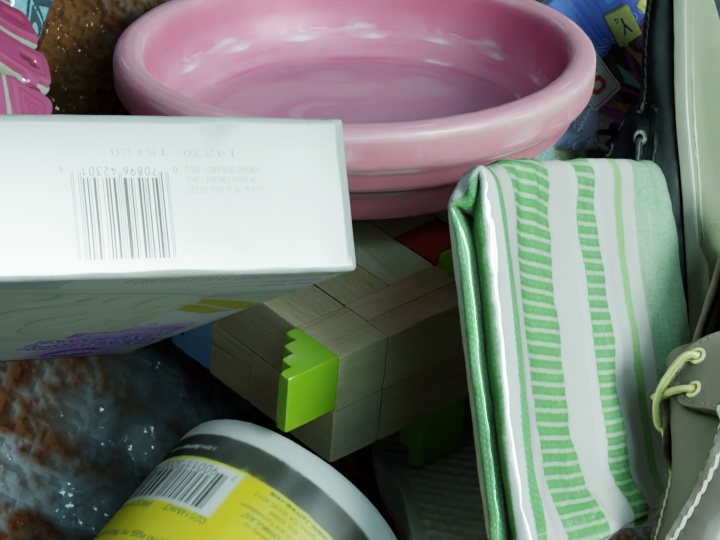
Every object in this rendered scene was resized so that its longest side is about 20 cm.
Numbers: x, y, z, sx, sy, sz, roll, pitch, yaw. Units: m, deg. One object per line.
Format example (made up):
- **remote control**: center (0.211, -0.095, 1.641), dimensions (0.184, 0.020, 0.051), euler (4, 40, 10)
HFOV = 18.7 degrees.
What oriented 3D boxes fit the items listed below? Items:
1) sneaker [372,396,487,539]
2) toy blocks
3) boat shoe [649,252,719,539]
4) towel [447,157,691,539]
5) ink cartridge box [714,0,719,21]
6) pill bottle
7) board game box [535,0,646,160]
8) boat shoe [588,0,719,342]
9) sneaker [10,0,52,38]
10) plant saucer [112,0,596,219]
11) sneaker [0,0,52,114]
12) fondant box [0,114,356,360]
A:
- **sneaker**: center (0.051, 0.122, 0.908), dimensions (0.075, 0.200, 0.105), euler (-12, 107, 2)
- **toy blocks**: center (0.000, 0.000, 0.913), dimensions (0.200, 0.137, 0.100), euler (-24, 132, -37)
- **boat shoe**: center (0.148, 0.046, 0.863), dimensions (0.059, 0.072, 0.200), euler (33, 55, -2)
- **towel**: center (0.090, 0.031, 0.844), dimensions (0.200, 0.023, 0.153), euler (-4, 85, -62)
- **ink cartridge box**: center (0.237, -0.047, 1.041), dimensions (0.144, 0.084, 0.201), euler (6, 75, -29)
- **pill bottle**: center (-0.079, 0.162, 0.814), dimensions (0.114, 0.114, 0.200), euler (48, 58, -11)
- **board game box**: center (0.133, -0.041, 1.053), dimensions (0.200, 0.041, 0.200), euler (-43, 100, -31)
- **boat shoe**: center (0.133, -0.040, 0.991), dimensions (0.074, 0.066, 0.200), euler (1, 83, -63)
- **sneaker**: center (-0.144, -0.170, 0.892), dimensions (0.079, 0.095, 0.201), euler (18, 69, -25)
- **plant saucer**: center (-0.002, -0.073, 0.914), dimensions (0.200, 0.200, 0.051), euler (-18, 121, -33)
- **sneaker**: center (-0.191, -0.102, 0.833), dimensions (0.087, 0.074, 0.200), euler (-39, 68, 8)
- **fondant box**: center (-0.112, -0.007, 0.805), dimensions (0.144, 0.200, 0.058), euler (-2, 81, -31)
